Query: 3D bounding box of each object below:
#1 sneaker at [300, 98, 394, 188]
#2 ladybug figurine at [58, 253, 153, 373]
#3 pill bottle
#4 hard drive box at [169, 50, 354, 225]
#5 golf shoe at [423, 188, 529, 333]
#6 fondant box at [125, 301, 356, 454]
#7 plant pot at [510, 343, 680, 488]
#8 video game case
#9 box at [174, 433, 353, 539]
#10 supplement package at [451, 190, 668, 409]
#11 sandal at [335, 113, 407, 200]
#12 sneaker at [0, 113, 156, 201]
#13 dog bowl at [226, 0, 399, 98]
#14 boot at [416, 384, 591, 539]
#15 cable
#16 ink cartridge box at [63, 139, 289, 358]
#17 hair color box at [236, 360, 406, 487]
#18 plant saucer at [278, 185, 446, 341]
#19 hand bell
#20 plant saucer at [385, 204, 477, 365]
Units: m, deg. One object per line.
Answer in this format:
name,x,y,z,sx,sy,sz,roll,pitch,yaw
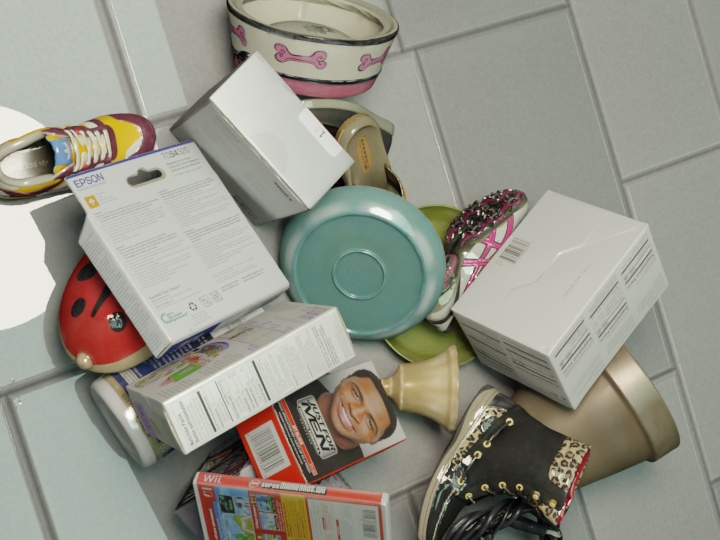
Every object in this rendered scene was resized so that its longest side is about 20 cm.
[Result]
sneaker,-0.024,-0.134,1.350,0.199,0.074,0.108,10,85,-55
ladybug figurine,-0.250,0.019,1.246,0.134,0.072,0.202,16,54,7
pill bottle,-0.186,0.114,1.280,0.199,0.111,0.112,-35,100,-21
hard drive box,-0.114,-0.137,1.279,0.077,0.199,0.156,-46,104,-16
golf shoe,0.138,-0.015,1.424,0.200,0.072,0.092,-45,122,-14
fondant box,-0.122,0.101,1.170,0.198,0.144,0.059,-27,102,-22
plant pot,0.266,0.185,1.440,0.173,0.200,0.201,-36,100,-5
video game case,-0.065,0.268,1.181,0.196,0.145,0.018,4,39,11
box,-0.081,0.279,1.282,0.201,0.131,0.115,50,29,-13
supplement package,0.236,0.031,1.373,0.200,0.155,0.111,-48,134,-17
sandal,0.023,-0.087,1.343,0.080,0.054,0.202,-38,133,-24
sneaker,-0.307,-0.124,1.256,0.198,0.090,0.076,-23,95,-22
dog bowl,-0.059,-0.260,1.327,0.197,0.201,0.075,-2,119,-23
boot,0.163,0.250,1.340,0.149,0.073,0.202,24,76,20
cable,0.160,0.353,1.412,0.197,0.051,0.165,-18,126,-12
ink cartridge box,-0.194,-0.028,1.224,0.201,0.043,0.195,55,38,8
hair color box,-0.040,0.168,1.249,0.199,0.061,0.103,-13,75,-58
plant saucer,0.000,0.000,1.342,0.196,0.028,0.203,3,119,6
hand bell,0.013,0.136,1.378,0.196,0.104,0.106,2,85,-2
plant saucer,0.092,0.020,1.450,0.197,0.031,0.204,2,85,-23
